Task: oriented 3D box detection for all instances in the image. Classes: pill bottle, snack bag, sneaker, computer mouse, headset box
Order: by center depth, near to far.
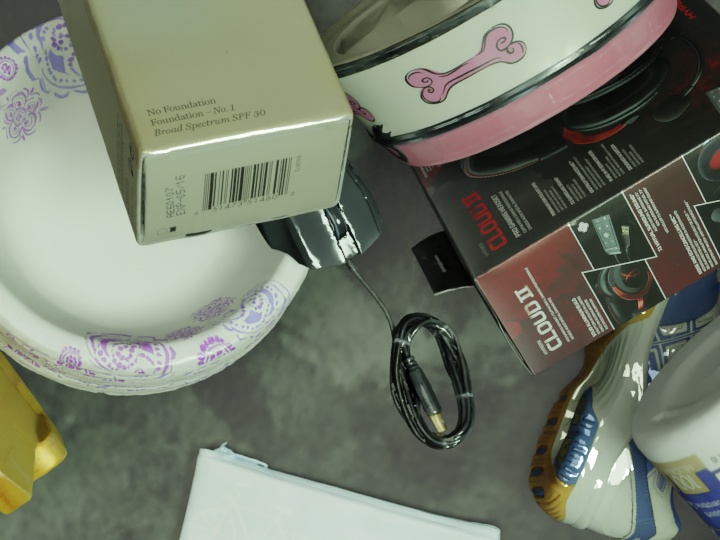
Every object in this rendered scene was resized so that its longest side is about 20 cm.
[{"bbox_3d":[0.240,0.114,0.849,0.120,0.120,0.200,-42,97,3],"label":"pill bottle"},{"bbox_3d":[0.000,0.000,0.872,0.059,0.034,0.200,-31,84,-19],"label":"computer mouse"},{"bbox_3d":[0.120,-0.046,0.889,0.200,0.149,0.075,-31,122,5],"label":"headset box"},{"bbox_3d":[0.166,0.050,0.933,0.088,0.075,0.200,23,92,-11],"label":"sneaker"},{"bbox_3d":[-0.025,0.215,0.963,0.188,0.021,0.200,15,89,8],"label":"snack bag"}]

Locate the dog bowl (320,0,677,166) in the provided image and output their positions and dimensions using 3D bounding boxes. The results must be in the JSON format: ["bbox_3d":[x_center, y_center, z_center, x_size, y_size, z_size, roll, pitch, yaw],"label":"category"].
[{"bbox_3d":[0.073,-0.128,0.887,0.200,0.200,0.074,-31,107,4],"label":"dog bowl"}]

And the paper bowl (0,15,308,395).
[{"bbox_3d":[-0.124,-0.032,0.927,0.200,0.104,0.201,3,73,-10],"label":"paper bowl"}]

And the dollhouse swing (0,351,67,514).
[{"bbox_3d":[-0.270,0.063,0.885,0.182,0.176,0.200,-30,105,13],"label":"dollhouse swing"}]

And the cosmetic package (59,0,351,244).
[{"bbox_3d":[-0.085,-0.119,0.842,0.103,0.073,0.200,-13,58,-17],"label":"cosmetic package"}]
